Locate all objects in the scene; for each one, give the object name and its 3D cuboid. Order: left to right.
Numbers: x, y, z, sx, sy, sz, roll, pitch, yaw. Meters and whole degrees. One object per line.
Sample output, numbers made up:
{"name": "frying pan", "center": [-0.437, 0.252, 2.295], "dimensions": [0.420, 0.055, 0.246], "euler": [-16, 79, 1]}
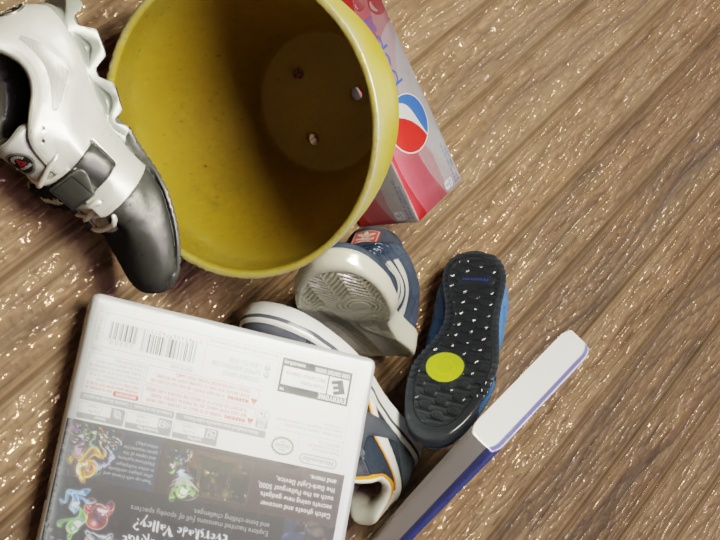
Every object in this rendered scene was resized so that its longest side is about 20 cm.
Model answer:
{"name": "sneaker", "center": [-0.185, -0.068, 0.881], "dimensions": [0.088, 0.074, 0.202], "euler": [-31, 99, -41]}
{"name": "video game case", "center": [-0.099, 0.128, 0.918], "dimensions": [0.198, 0.023, 0.184], "euler": [14, 77, -18]}
{"name": "plant pot", "center": [-0.052, -0.109, 0.948], "dimensions": [0.142, 0.198, 0.203], "euler": [-29, 108, -63]}
{"name": "sneaker", "center": [-0.026, 0.109, 1.018], "dimensions": [0.200, 0.078, 0.080], "euler": [49, 52, -32]}
{"name": "sneaker", "center": [0.000, 0.000, 1.020], "dimensions": [0.200, 0.074, 0.086], "euler": [62, 31, -70]}
{"name": "soda box", "center": [0.000, -0.135, 1.062], "dimensions": [0.063, 0.070, 0.201], "euler": [-43, 117, -36]}
{"name": "sneaker", "center": [0.079, 0.076, 1.104], "dimensions": [0.201, 0.065, 0.079], "euler": [-71, 164, -46]}
{"name": "hard drive", "center": [0.086, 0.136, 1.055], "dimensions": [0.025, 0.200, 0.132], "euler": [44, 51, 9]}
